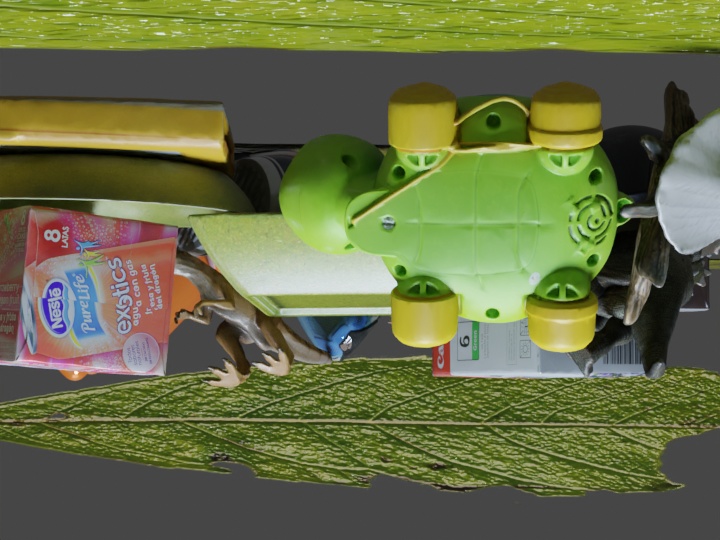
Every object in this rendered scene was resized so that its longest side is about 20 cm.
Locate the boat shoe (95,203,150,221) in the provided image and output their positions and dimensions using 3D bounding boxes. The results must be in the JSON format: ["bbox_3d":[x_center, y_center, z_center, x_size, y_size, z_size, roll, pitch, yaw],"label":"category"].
[{"bbox_3d":[-0.214,-0.052,1.121,0.199,0.072,0.076,4,164,47],"label":"boat shoe"}]

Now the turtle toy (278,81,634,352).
[{"bbox_3d":[0.052,-0.038,0.825,0.198,0.147,0.101,2,-162,6],"label":"turtle toy"}]

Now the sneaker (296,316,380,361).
[{"bbox_3d":[-0.055,-0.006,1.204,0.090,0.078,0.200,22,-155,-45],"label":"sneaker"}]

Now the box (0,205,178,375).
[{"bbox_3d":[-0.207,0.015,0.969,0.102,0.095,0.200,7,175,-31],"label":"box"}]

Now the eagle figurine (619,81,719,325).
[{"bbox_3d":[0.237,-0.033,0.732,0.199,0.151,0.152,14,145,21],"label":"eagle figurine"}]

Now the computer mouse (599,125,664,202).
[{"bbox_3d":[0.151,-0.069,0.966,0.139,0.046,0.200,-5,-173,27],"label":"computer mouse"}]

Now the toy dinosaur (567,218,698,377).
[{"bbox_3d":[0.155,0.008,0.882,0.102,0.077,0.200,-38,-177,3],"label":"toy dinosaur"}]

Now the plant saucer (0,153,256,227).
[{"bbox_3d":[-0.162,-0.050,0.939,0.198,0.031,0.200,1,177,0],"label":"plant saucer"}]

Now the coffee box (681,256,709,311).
[{"bbox_3d":[0.158,-0.026,1.129,0.198,0.114,0.080,2,177,-7],"label":"coffee box"}]

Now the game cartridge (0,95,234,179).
[{"bbox_3d":[-0.179,-0.080,0.923,0.198,0.033,0.176,0,177,-2],"label":"game cartridge"}]

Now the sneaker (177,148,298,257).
[{"bbox_3d":[-0.093,-0.048,1.086,0.079,0.079,0.199,-5,-174,-39],"label":"sneaker"}]

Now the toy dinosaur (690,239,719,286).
[{"bbox_3d":[0.186,-0.020,1.041,0.198,0.078,0.102,-13,-179,-6],"label":"toy dinosaur"}]

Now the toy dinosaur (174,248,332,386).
[{"bbox_3d":[-0.071,0.041,1.079,0.060,0.107,0.200,-37,124,25],"label":"toy dinosaur"}]

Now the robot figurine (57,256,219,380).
[{"bbox_3d":[-0.184,0.000,1.232,0.116,0.200,0.144,28,148,20],"label":"robot figurine"}]

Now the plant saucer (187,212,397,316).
[{"bbox_3d":[0.000,0.000,0.977,0.198,0.048,0.200,-1,173,3],"label":"plant saucer"}]

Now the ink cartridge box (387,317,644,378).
[{"bbox_3d":[0.115,0.056,1.117,0.108,0.051,0.200,3,174,-31],"label":"ink cartridge box"}]
